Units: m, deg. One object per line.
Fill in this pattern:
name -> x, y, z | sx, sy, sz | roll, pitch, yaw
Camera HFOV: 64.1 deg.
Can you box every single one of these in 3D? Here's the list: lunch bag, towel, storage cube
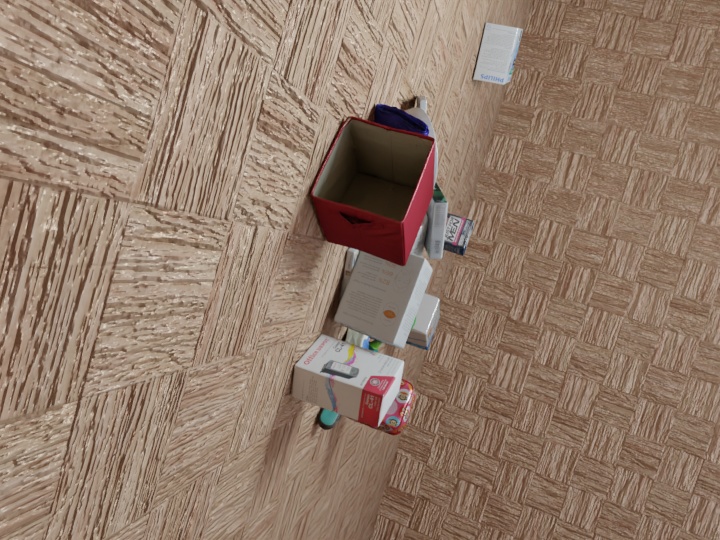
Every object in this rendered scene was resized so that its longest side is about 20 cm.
lunch bag -> 0.054, 0.363, 1.668 | 0.082, 0.199, 0.177 | 77, 34, -55
towel -> 0.079, -0.228, 1.188 | 0.049, 0.148, 0.201 | -22, 137, -30
storage cube -> 0.029, -0.138, 1.049 | 0.180, 0.170, 0.201 | 75, 35, -66

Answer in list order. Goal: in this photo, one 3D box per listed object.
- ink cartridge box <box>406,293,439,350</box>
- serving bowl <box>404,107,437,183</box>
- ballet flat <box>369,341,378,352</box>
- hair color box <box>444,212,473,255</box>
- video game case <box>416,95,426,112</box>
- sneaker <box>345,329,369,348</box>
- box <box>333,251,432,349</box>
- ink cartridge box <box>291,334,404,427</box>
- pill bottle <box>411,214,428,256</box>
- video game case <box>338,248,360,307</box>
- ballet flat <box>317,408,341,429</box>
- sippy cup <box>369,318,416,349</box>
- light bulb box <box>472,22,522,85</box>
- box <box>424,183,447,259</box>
ink cartridge box -> 0.199, 0.175, 2.090 | 0.200, 0.144, 0.148 | 72, 39, -65
serving bowl -> 0.100, -0.254, 1.267 | 0.200, 0.065, 0.202 | 173, -90, -74
ballet flat -> 0.005, 0.266, 1.641 | 0.200, 0.069, 0.070 | -63, 166, -71
hair color box -> 0.239, -0.128, 1.776 | 0.061, 0.199, 0.101 | 72, 38, -67
video game case -> 0.148, -0.323, 1.426 | 0.143, 0.018, 0.202 | -85, 176, -70
sneaker -> -0.024, 0.231, 1.454 | 0.200, 0.076, 0.112 | -63, 152, -54
box -> 0.054, 0.054, 1.303 | 0.201, 0.151, 0.106 | -68, 160, -7
ink cartridge box -> -0.025, 0.227, 1.209 | 0.148, 0.199, 0.086 | -46, 150, -60
pill bottle -> 0.101, -0.057, 1.433 | 0.115, 0.114, 0.201 | -57, 158, -46
video game case -> 0.000, 0.000, 1.393 | 0.200, 0.023, 0.183 | -47, 151, -59
ballet flat -> -0.053, 0.329, 1.510 | 0.200, 0.068, 0.069 | -53, 168, -28
sippy cup -> 0.073, 0.137, 1.635 | 0.130, 0.139, 0.179 | -21, 104, -59
light bulb box -> 0.522, -0.821, 2.179 | 0.198, 0.124, 0.201 | -46, 149, -60
box -> 0.176, -0.135, 1.427 | 0.200, 0.036, 0.145 | -100, -169, -62
